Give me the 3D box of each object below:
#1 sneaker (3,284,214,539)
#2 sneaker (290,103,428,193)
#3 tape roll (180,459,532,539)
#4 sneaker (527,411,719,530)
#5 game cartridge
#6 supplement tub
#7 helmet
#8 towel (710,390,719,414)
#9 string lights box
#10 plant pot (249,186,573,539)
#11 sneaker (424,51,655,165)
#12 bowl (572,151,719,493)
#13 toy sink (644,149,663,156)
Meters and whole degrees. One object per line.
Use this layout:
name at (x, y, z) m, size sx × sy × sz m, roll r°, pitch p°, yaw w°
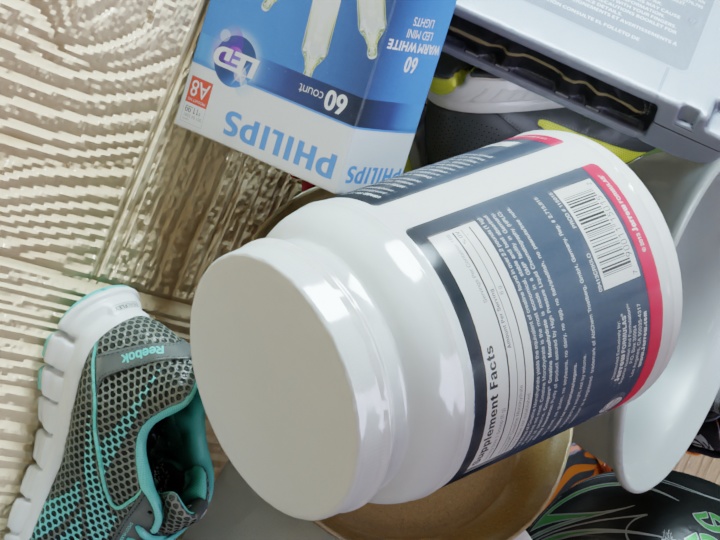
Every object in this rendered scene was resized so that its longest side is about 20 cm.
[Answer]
sneaker at (-0.115, 0.113, 1.033) m, size 0.077 × 0.091 × 0.201 m, roll -19°, pitch 127°, yaw -48°
sneaker at (0.000, 0.000, 1.152) m, size 0.090 × 0.078 × 0.201 m, roll -38°, pitch 128°, yaw -38°
tape roll at (-0.013, 0.199, 1.114) m, size 0.139 × 0.202 × 0.203 m, roll -59°, pitch 153°, yaw -43°
sneaker at (0.192, 0.112, 1.475) m, size 0.200 × 0.112 × 0.078 m, roll -51°, pitch 146°, yaw -21°
game cartridge at (0.109, -0.141, 1.084) m, size 0.041 × 0.199 × 0.134 m, roll 111°, pitch 6°, yaw -52°
supplement tub at (0.037, 0.023, 0.982) m, size 0.200 × 0.140 × 0.141 m, roll -20°, pitch 128°, yaw -35°
helmet at (0.185, 0.223, 1.392) m, size 0.200 × 0.190 × 0.201 m, roll 9°, pitch 90°, yaw -76°
towel at (0.262, 0.021, 1.471) m, size 0.200 × 0.165 × 0.086 m, roll -29°, pitch 136°, yaw -42°
string lights box at (-0.007, -0.146, 1.007) m, size 0.059 × 0.103 × 0.201 m, roll -2°, pitch 112°, yaw -58°
plant pot at (0.017, 0.051, 1.062) m, size 0.200 × 0.200 × 0.027 m, roll -39°, pitch -177°, yaw -36°
sneaker at (0.119, -0.081, 1.129) m, size 0.199 × 0.075 × 0.085 m, roll -1°, pitch 120°, yaw -19°
bowl at (0.150, 0.016, 1.199) m, size 0.201 × 0.090 × 0.202 m, roll -44°, pitch 145°, yaw -44°
toy sink at (0.209, -0.094, 1.345) m, size 0.112 × 0.130 × 0.201 m, roll -22°, pitch 130°, yaw -48°
